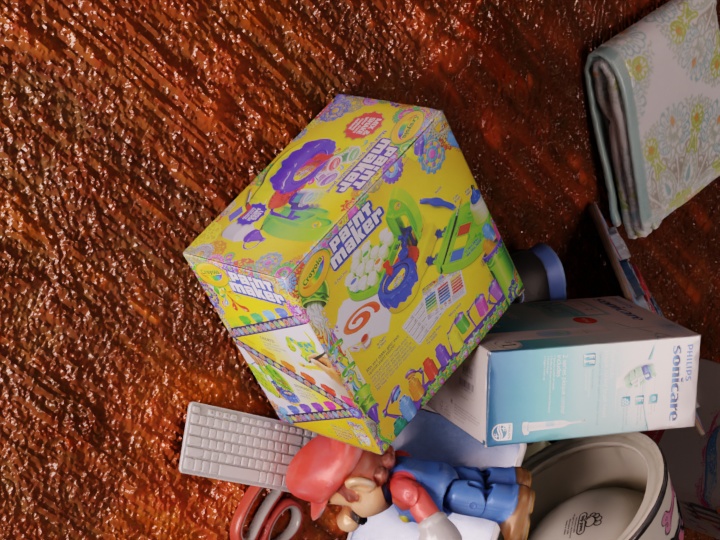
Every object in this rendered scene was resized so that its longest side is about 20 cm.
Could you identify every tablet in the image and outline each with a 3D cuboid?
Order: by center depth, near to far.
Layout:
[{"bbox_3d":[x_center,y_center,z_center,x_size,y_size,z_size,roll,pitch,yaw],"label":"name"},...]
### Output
[{"bbox_3d":[0.056,0.220,1.708,0.014,0.130,0.200,20,87,-68],"label":"tablet"}]

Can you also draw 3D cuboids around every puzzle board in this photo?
[{"bbox_3d":[0.276,0.046,1.890,0.017,0.151,0.200,-26,131,10],"label":"puzzle board"}]

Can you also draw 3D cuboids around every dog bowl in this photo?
[{"bbox_3d":[0.192,0.231,1.726,0.200,0.200,0.074,-48,117,-26],"label":"dog bowl"}]

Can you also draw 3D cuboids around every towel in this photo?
[{"bbox_3d":[0.289,-0.151,1.902,0.171,0.048,0.200,-36,126,-38],"label":"towel"}]

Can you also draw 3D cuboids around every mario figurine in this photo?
[{"bbox_3d":[0.036,0.191,1.629,0.123,0.200,0.106,107,-6,-71],"label":"mario figurine"}]

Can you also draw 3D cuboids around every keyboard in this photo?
[{"bbox_3d":[-0.074,0.150,1.622,0.200,0.011,0.056,17,72,-48],"label":"keyboard"}]

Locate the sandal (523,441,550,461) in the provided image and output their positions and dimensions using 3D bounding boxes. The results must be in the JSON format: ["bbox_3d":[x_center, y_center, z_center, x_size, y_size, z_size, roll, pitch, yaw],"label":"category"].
[{"bbox_3d":[0.118,0.154,1.802,0.201,0.057,0.080,-3,104,-46],"label":"sandal"}]

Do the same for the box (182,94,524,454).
[{"bbox_3d":[0.000,0.000,1.578,0.200,0.122,0.193,-47,129,-27],"label":"box"}]

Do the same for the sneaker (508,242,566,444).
[{"bbox_3d":[0.152,0.077,1.805,0.078,0.070,0.200,-20,106,-24],"label":"sneaker"}]

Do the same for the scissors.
[{"bbox_3d":[-0.109,0.259,1.628,0.200,0.014,0.073,-58,137,-15],"label":"scissors"}]

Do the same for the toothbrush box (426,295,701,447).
[{"bbox_3d":[0.167,0.083,1.694,0.200,0.146,0.085,-2,103,-21],"label":"toothbrush box"}]

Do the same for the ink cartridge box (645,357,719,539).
[{"bbox_3d":[0.388,0.192,1.995,0.145,0.200,0.145,43,70,-44],"label":"ink cartridge box"}]
